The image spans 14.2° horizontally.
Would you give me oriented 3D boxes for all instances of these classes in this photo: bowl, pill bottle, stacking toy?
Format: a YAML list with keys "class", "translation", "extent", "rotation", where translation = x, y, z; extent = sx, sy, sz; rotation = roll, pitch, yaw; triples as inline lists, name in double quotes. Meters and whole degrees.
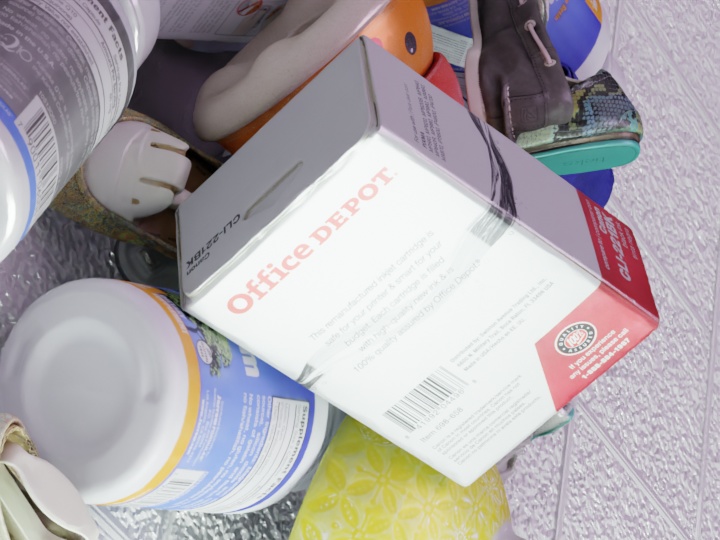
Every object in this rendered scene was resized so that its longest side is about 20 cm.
- class: "bowl"
  translation: [0.033, 0.168, 1.560]
  extent: [0.200, 0.108, 0.200]
  rotation: [18, 90, -76]
- class: "pill bottle"
  translation: [-0.175, -0.089, 1.391]
  extent: [0.114, 0.114, 0.200]
  rotation: [63, 30, -21]
- class: "pill bottle"
  translation: [-0.086, 0.068, 1.481]
  extent: [0.200, 0.112, 0.112]
  rotation: [11, 68, -60]
- class: "pill bottle"
  translation: [0.095, -0.168, 1.909]
  extent: [0.200, 0.112, 0.112]
  rotation: [47, 39, -40]
- class: "stacking toy"
  translation: [0.022, -0.058, 1.539]
  extent: [0.200, 0.146, 0.146]
  rotation: [49, 35, -12]

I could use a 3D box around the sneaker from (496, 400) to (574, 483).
- class: "sneaker"
  translation: [0.088, 0.087, 1.746]
  extent: [0.075, 0.088, 0.200]
  rotation: [-17, 124, -55]

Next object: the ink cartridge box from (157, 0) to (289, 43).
- class: "ink cartridge box"
  translation: [-0.071, -0.189, 1.523]
  extent: [0.200, 0.160, 0.047]
  rotation: [-3, 55, -44]

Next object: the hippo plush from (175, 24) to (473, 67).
- class: "hippo plush"
  translation: [-0.022, -0.211, 1.680]
  extent: [0.200, 0.159, 0.161]
  rotation: [16, 50, -38]

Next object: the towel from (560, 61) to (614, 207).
- class: "towel"
  translation: [0.100, -0.042, 1.840]
  extent: [0.148, 0.050, 0.200]
  rotation: [-57, 160, -8]

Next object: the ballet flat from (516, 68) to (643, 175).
- class: "ballet flat"
  translation: [0.066, -0.080, 1.711]
  extent: [0.074, 0.200, 0.074]
  rotation: [170, -90, -76]

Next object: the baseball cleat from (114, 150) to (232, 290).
- class: "baseball cleat"
  translation: [-0.066, -0.036, 1.616]
  extent: [0.200, 0.106, 0.070]
  rotation: [-31, 94, -30]

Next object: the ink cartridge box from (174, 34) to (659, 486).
- class: "ink cartridge box"
  translation: [0.026, -0.002, 1.449]
  extent: [0.200, 0.144, 0.084]
  rotation: [34, 28, -30]

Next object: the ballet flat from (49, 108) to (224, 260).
- class: "ballet flat"
  translation: [-0.089, -0.036, 1.499]
  extent: [0.200, 0.071, 0.071]
  rotation: [30, 48, -23]

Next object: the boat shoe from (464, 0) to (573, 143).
- class: "boat shoe"
  translation: [0.090, -0.130, 1.631]
  extent: [0.200, 0.057, 0.067]
  rotation: [-86, 168, -57]

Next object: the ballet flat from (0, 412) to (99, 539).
- class: "ballet flat"
  translation: [-0.144, 0.148, 1.389]
  extent: [0.200, 0.062, 0.067]
  rotation: [58, 33, -30]
